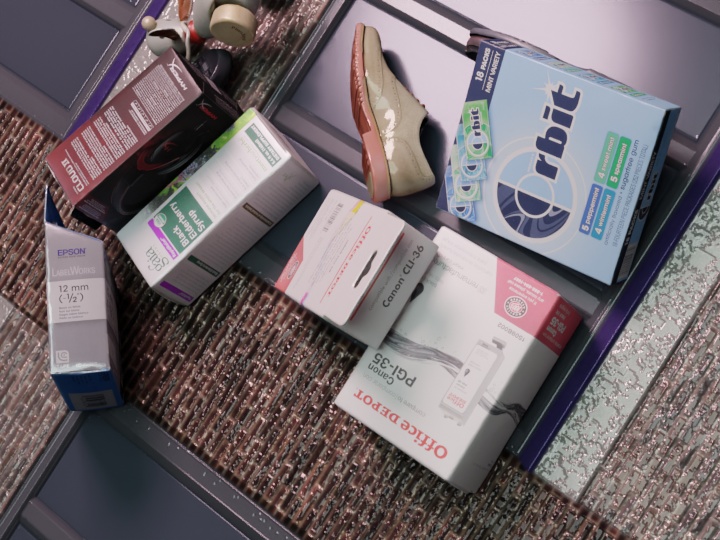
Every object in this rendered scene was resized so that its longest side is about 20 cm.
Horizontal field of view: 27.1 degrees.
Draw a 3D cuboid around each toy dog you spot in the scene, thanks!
[{"bbox_3d":[-0.178,-0.280,1.586,0.199,0.096,0.133,-32,38,31],"label":"toy dog"}]

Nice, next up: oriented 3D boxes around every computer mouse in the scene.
[{"bbox_3d":[-0.208,-0.165,1.643,0.200,0.034,0.059,-43,41,15],"label":"computer mouse"}]

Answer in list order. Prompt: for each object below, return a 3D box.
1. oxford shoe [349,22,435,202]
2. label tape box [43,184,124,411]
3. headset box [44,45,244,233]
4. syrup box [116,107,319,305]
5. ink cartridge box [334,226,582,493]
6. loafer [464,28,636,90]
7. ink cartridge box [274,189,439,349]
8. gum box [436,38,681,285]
[{"bbox_3d":[0.030,-0.163,1.528,0.073,0.071,0.202,-7,69,-5],"label":"oxford shoe"},{"bbox_3d":[-0.285,0.029,1.547,0.065,0.144,0.203,-3,71,-4],"label":"label tape box"},{"bbox_3d":[-0.220,-0.117,1.565,0.199,0.149,0.075,-39,62,7],"label":"headset box"},{"bbox_3d":[-0.149,-0.064,1.556,0.200,0.081,0.079,-42,63,6],"label":"syrup box"},{"bbox_3d":[0.092,0.085,1.405,0.146,0.083,0.201,31,88,28],"label":"ink cartridge box"},{"bbox_3d":[0.181,-0.177,1.455,0.198,0.072,0.064,26,90,25],"label":"loafer"},{"bbox_3d":[0.000,0.000,1.419,0.117,0.067,0.200,-59,22,-1],"label":"ink cartridge box"},{"bbox_3d":[0.182,-0.105,1.407,0.198,0.044,0.172,25,112,28],"label":"gum box"}]
